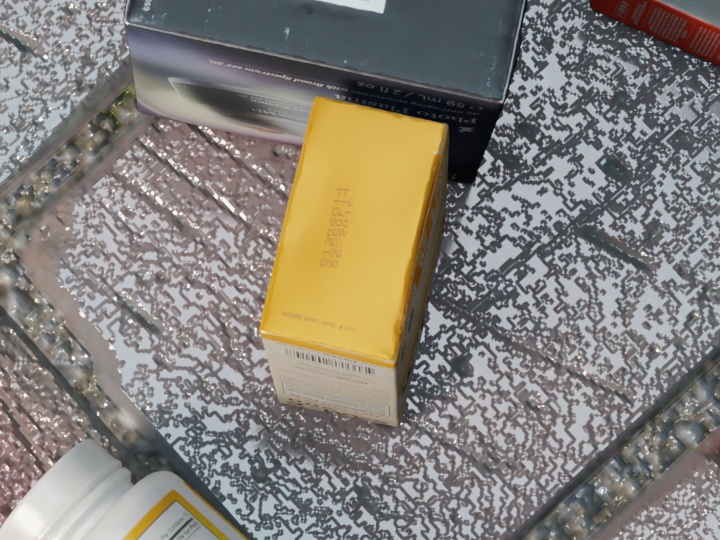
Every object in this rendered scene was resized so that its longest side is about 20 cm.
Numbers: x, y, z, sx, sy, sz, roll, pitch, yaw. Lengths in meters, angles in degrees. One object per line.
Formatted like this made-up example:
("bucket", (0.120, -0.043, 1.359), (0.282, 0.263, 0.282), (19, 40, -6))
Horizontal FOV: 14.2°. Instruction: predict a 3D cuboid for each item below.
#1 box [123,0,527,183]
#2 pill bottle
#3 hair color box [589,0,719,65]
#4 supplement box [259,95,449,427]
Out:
("box", (-0.015, -0.138, 1.530), (0.198, 0.198, 0.124), (12, 80, 0))
("pill bottle", (-0.093, 0.182, 1.507), (0.200, 0.109, 0.109), (41, 80, 6))
("hair color box", (0.239, -0.157, 1.615), (0.199, 0.061, 0.102), (24, 77, 2))
("supplement box", (0.000, 0.000, 1.501), (0.073, 0.200, 0.127), (12, 79, 4))
